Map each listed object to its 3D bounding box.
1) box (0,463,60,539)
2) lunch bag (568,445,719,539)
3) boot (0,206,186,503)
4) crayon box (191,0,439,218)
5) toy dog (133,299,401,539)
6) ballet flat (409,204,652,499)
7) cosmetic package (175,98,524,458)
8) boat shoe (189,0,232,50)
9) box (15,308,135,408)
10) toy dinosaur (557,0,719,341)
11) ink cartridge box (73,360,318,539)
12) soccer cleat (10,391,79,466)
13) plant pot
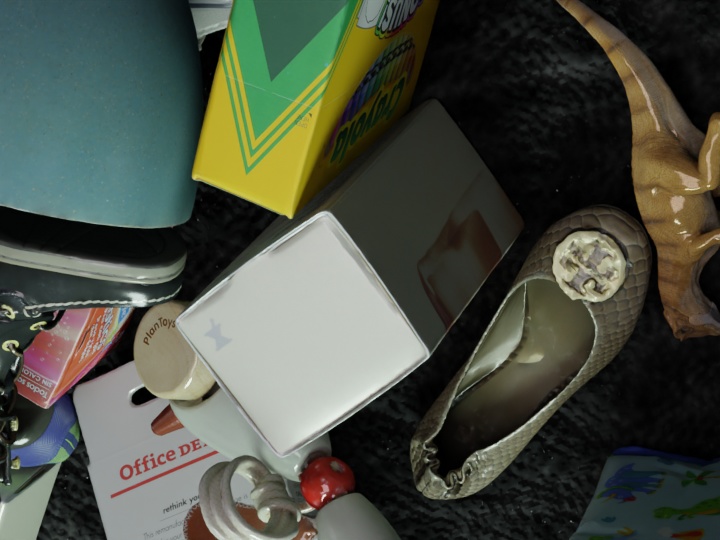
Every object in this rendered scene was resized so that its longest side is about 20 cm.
[{"bbox_3d":[-0.247,0.181,1.609,0.095,0.078,0.201,23,113,11],"label":"box"},{"bbox_3d":[0.160,0.208,1.431,0.127,0.170,0.201,-1,109,19],"label":"lunch bag"},{"bbox_3d":[-0.175,0.043,1.436,0.202,0.073,0.155,4,111,21],"label":"boot"},{"bbox_3d":[-0.004,-0.138,1.356,0.058,0.200,0.173,19,113,11],"label":"crayon box"},{"bbox_3d":[-0.053,0.099,1.422,0.131,0.201,0.096,17,129,-30],"label":"toy dog"},{"bbox_3d":[0.082,0.048,1.460,0.067,0.046,0.200,43,123,9],"label":"ballet flat"},{"bbox_3d":[0.000,0.000,1.399,0.103,0.200,0.087,-34,96,25],"label":"cosmetic package"},{"bbox_3d":[-0.107,-0.135,1.470,0.199,0.071,0.070,-4,122,19],"label":"boat shoe"},{"bbox_3d":[-0.213,-0.027,1.518,0.199,0.100,0.096,30,114,7],"label":"box"},{"bbox_3d":[0.156,-0.056,1.407,0.106,0.060,0.201,-11,103,23],"label":"toy dinosaur"},{"bbox_3d":[-0.069,0.139,1.520,0.116,0.068,0.201,-23,74,23],"label":"ink cartridge box"},{"bbox_3d":[-0.240,0.053,1.574,0.199,0.084,0.065,27,79,25],"label":"soccer cleat"},{"bbox_3d":[-0.159,-0.116,1.362,0.199,0.200,0.136,19,102,12],"label":"plant pot"}]
